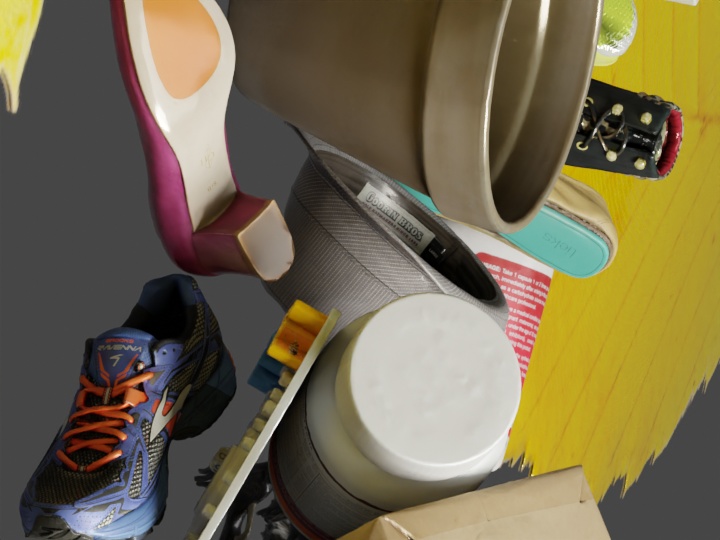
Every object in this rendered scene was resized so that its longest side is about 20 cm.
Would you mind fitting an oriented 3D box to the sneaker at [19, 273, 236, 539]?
[{"bbox_3d":[-0.126,0.071,1.366,0.200,0.075,0.079,-63,150,-54],"label":"sneaker"}]

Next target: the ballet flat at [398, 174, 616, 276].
[{"bbox_3d":[0.080,-0.061,1.715,0.069,0.199,0.063,-42,-152,35],"label":"ballet flat"}]

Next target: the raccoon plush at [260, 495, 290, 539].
[{"bbox_3d":[-0.045,0.241,1.679,0.200,0.096,0.135,-60,171,-52],"label":"raccoon plush"}]

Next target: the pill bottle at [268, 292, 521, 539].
[{"bbox_3d":[0.018,0.082,1.410,0.200,0.109,0.110,124,-12,-69],"label":"pill bottle"}]

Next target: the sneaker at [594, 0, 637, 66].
[{"bbox_3d":[0.066,-0.170,1.629,0.105,0.199,0.076,-31,-145,65],"label":"sneaker"}]

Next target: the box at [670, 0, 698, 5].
[{"bbox_3d":[0.130,-0.239,1.654,0.078,0.199,0.095,-55,152,-46],"label":"box"}]

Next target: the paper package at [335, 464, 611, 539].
[{"bbox_3d":[0.018,0.195,1.391,0.190,0.200,0.104,-8,73,-49],"label":"paper package"}]

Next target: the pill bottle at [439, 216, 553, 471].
[{"bbox_3d":[0.067,0.028,1.798,0.112,0.112,0.201,28,78,-71],"label":"pill bottle"}]

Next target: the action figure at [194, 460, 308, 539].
[{"bbox_3d":[-0.066,0.217,1.522,0.119,0.102,0.201,30,51,-32],"label":"action figure"}]

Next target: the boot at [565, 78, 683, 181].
[{"bbox_3d":[0.133,-0.109,1.824,0.203,0.153,0.074,-3,106,-71],"label":"boot"}]

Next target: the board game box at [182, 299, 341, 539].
[{"bbox_3d":[-0.078,0.112,1.413,0.201,0.026,0.200,-59,-179,-8],"label":"board game box"}]

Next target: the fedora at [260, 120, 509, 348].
[{"bbox_3d":[0.000,0.000,1.574,0.090,0.177,0.200,-48,163,9],"label":"fedora"}]

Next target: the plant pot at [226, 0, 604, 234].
[{"bbox_3d":[0.027,-0.136,1.475,0.200,0.172,0.201,14,90,-70],"label":"plant pot"}]

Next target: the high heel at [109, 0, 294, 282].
[{"bbox_3d":[-0.102,-0.082,1.370,0.067,0.096,0.201,-46,126,-27],"label":"high heel"}]
